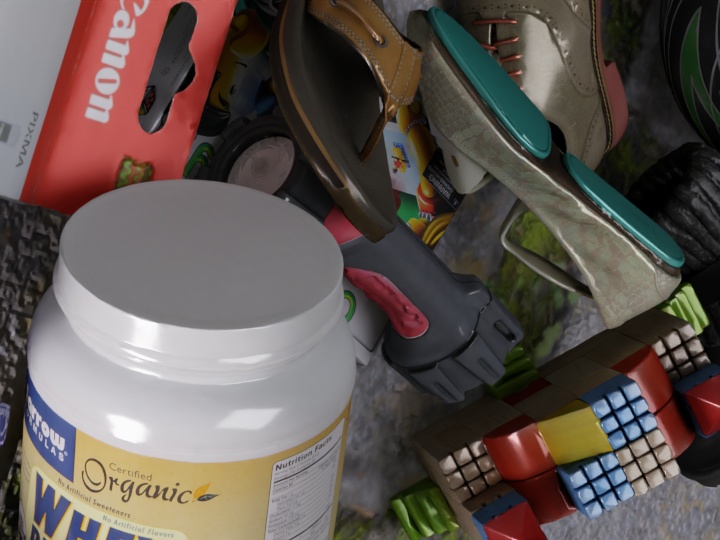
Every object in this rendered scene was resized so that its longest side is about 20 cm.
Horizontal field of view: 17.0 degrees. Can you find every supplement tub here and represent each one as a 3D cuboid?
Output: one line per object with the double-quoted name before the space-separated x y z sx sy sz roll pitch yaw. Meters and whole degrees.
"supplement tub" -0.078 0.075 1.065 0.144 0.144 0.201 -22 132 -39

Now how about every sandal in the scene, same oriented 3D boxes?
"sandal" 0.002 -0.105 1.105 0.082 0.054 0.200 45 34 -39

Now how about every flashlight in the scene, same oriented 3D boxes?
"flashlight" 0.000 0.000 1.164 0.200 0.068 0.068 46 66 -46

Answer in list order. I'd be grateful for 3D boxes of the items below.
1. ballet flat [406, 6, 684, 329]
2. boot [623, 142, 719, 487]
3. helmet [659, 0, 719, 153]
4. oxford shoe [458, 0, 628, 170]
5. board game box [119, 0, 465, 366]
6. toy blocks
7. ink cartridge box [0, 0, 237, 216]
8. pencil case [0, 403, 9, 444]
"ballet flat" 0.080 -0.045 1.212 0.062 0.067 0.200 -41 103 19
"boot" 0.195 0.025 1.384 0.157 0.211 0.080 27 41 -11
"helmet" 0.259 -0.137 1.333 0.200 0.190 0.200 -55 173 -10
"oxford shoe" 0.085 -0.119 1.244 0.075 0.070 0.200 -56 133 -34
"board game box" -0.030 -0.057 1.184 0.200 0.035 0.126 43 71 -42
"toy blocks" 0.115 0.084 1.241 0.200 0.137 0.100 -29 100 -7
"ink cartridge box" -0.138 -0.108 1.032 0.200 0.050 0.163 18 89 -31
"pencil case" -0.209 0.041 0.941 0.200 0.084 0.086 48 60 -73
